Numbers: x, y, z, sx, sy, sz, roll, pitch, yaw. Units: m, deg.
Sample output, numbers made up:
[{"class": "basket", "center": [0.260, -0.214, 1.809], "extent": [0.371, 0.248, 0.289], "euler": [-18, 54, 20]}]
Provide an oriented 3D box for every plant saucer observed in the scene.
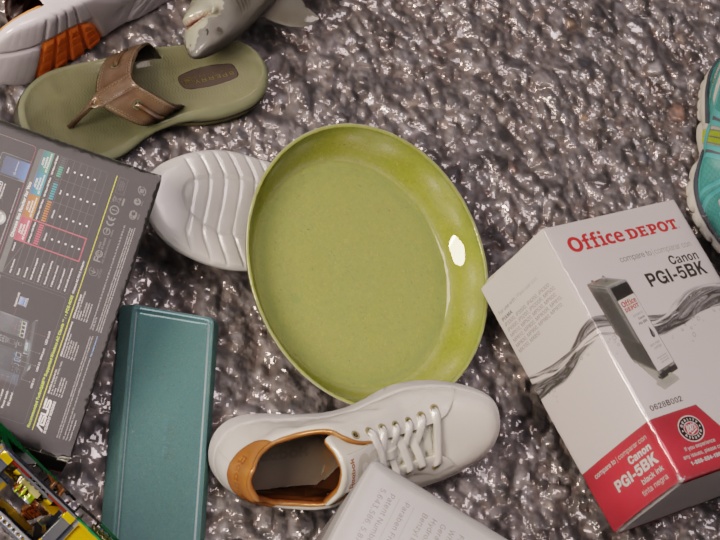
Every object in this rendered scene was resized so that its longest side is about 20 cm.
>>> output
[{"class": "plant saucer", "center": [0.000, 0.000, 1.474], "extent": [0.198, 0.031, 0.202], "euler": [11, 70, -32]}, {"class": "plant saucer", "center": [-0.130, 0.113, 1.399], "extent": [0.069, 0.019, 0.202], "euler": [10, 60, -14]}]

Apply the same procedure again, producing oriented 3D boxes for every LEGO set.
[{"class": "LEGO set", "center": [-0.201, 0.186, 1.259], "extent": [0.116, 0.154, 0.200], "euler": [-45, 111, -6]}]

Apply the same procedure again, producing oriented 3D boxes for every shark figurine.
[{"class": "shark figurine", "center": [-0.047, -0.224, 1.550], "extent": [0.089, 0.128, 0.215], "euler": [43, 87, -18]}]

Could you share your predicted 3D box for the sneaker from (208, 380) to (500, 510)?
[{"class": "sneaker", "center": [0.007, 0.123, 1.393], "extent": [0.198, 0.085, 0.074], "euler": [-10, 106, -17]}]

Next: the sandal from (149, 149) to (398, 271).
[{"class": "sandal", "center": [-0.064, -0.036, 1.492], "extent": [0.201, 0.050, 0.083], "euler": [2, 76, -32]}]

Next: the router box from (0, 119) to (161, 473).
[{"class": "router box", "center": [-0.227, 0.011, 1.363], "extent": [0.149, 0.062, 0.202], "euler": [20, 74, -9]}]

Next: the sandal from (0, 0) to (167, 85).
[{"class": "sandal", "center": [-0.198, -0.197, 1.519], "extent": [0.059, 0.079, 0.206], "euler": [46, 49, 11]}]

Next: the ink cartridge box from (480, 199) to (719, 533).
[{"class": "ink cartridge box", "center": [0.197, 0.062, 1.492], "extent": [0.146, 0.083, 0.201], "euler": [-13, 67, -40]}]

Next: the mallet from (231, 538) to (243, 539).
[{"class": "mallet", "center": [-0.092, 0.215, 1.248], "extent": [0.041, 0.200, 0.066], "euler": [21, 63, 0]}]

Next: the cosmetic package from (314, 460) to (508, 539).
[{"class": "cosmetic package", "center": [0.035, 0.256, 1.290], "extent": [0.199, 0.165, 0.166], "euler": [31, 56, 0]}]

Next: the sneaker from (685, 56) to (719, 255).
[{"class": "sneaker", "center": [0.294, -0.093, 1.633], "extent": [0.077, 0.080, 0.202], "euler": [9, 60, -15]}]

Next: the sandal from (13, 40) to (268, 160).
[{"class": "sandal", "center": [-0.153, -0.130, 1.503], "extent": [0.200, 0.057, 0.080], "euler": [-22, 71, -29]}]
